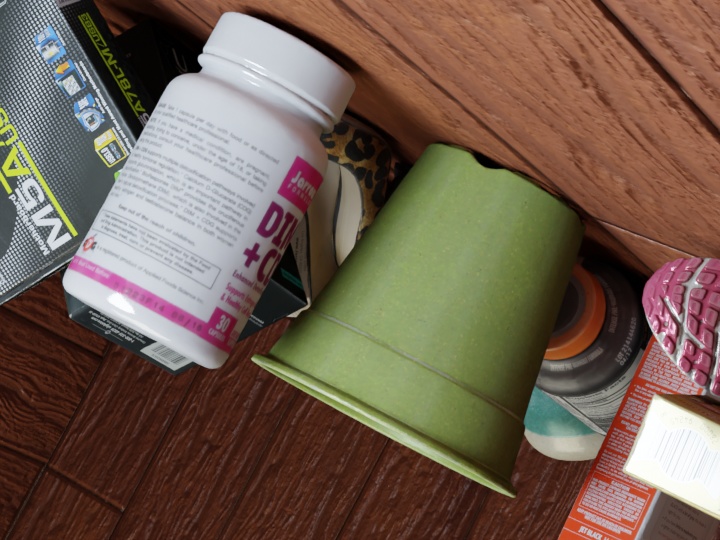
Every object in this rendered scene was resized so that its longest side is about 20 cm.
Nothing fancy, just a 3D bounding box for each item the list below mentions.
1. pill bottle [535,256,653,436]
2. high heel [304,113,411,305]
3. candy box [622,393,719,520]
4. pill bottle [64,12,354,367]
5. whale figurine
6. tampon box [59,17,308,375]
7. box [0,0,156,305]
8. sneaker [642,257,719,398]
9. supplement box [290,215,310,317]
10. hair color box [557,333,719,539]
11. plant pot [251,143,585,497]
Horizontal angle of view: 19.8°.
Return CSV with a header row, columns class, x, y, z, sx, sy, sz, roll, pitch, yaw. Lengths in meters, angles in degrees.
class,x,y,z,sx,sy,sz,roll,pitch,yaw
pill bottle,0.175,0.054,1.548,0.106,0.106,0.200,25,173,31
high heel,-0.032,-0.040,1.496,0.071,0.143,0.200,23,173,40
candy box,0.267,0.136,1.221,0.200,0.055,0.115,26,-172,24
pill bottle,-0.091,-0.051,1.288,0.113,0.200,0.113,27,175,3
whale figurine,0.183,0.076,1.743,0.200,0.159,0.104,-107,-1,-65
tampon box,-0.147,-0.053,1.534,0.150,0.126,0.200,36,-149,-54
box,-0.233,-0.100,1.410,0.200,0.193,0.047,60,-147,-2
sneaker,0.261,0.058,1.286,0.200,0.081,0.075,28,177,-10
supplement box,0.000,0.000,1.725,0.199,0.074,0.126,3,172,6
hair color box,0.228,0.130,1.487,0.064,0.200,0.111,23,173,38
plant pot,0.059,0.024,1.391,0.200,0.190,0.200,28,175,2
